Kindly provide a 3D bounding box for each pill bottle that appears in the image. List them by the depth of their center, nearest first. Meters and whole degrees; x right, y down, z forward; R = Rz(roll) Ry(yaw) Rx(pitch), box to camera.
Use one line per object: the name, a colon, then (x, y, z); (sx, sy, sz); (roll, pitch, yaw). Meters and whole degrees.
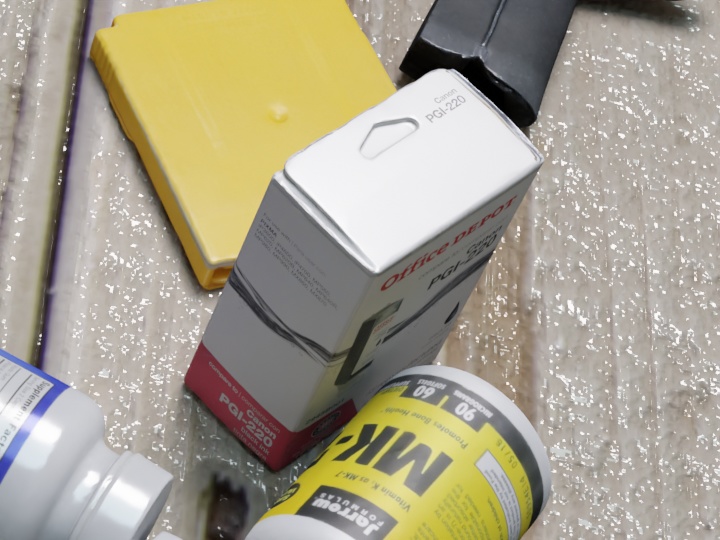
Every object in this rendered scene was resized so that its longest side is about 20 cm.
pill bottle: (-0.203, 0.095, 1.421); (0.200, 0.112, 0.112); (28, 49, 3)
pill bottle: (0.007, 0.150, 1.450); (0.114, 0.114, 0.200); (35, 50, 10)

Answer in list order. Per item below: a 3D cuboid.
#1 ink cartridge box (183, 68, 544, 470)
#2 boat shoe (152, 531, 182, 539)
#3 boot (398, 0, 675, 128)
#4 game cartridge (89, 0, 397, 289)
ink cartridge box: (0.000, 0.000, 1.510); (0.085, 0.200, 0.146); (44, 52, 16)
boat shoe: (-0.122, 0.223, 1.376); (0.070, 0.071, 0.200); (28, 51, 3)
boot: (0.134, -0.169, 1.780); (0.165, 0.066, 0.200); (20, 45, 8)
game cartridge: (-0.054, -0.086, 1.675); (0.176, 0.032, 0.200); (-11, 55, -26)
